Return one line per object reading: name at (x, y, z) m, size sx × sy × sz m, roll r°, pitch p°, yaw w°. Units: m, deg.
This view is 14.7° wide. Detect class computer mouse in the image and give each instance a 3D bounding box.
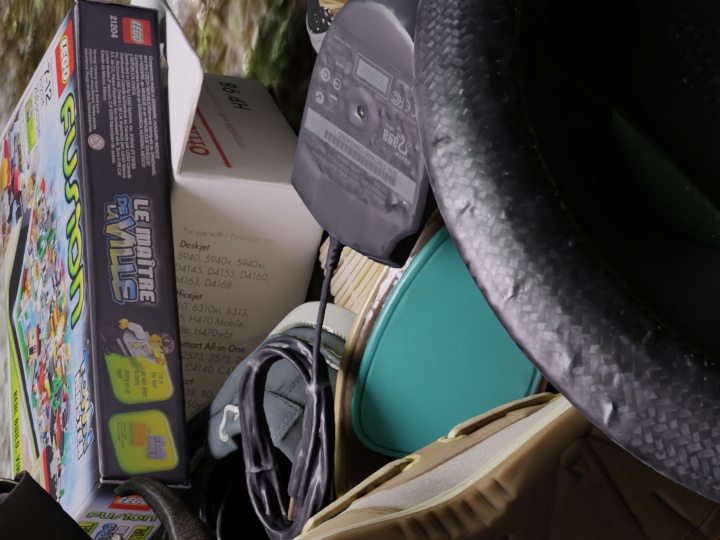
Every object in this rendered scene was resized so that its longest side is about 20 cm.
computer mouse at (0.000, 0.000, 0.866) m, size 0.059 × 0.034 × 0.201 m, roll 39°, pitch 128°, yaw 34°

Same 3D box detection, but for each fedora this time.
fedora at (0.105, -0.025, 0.657) m, size 0.092 × 0.199 × 0.202 m, roll 85°, pitch 179°, yaw -68°

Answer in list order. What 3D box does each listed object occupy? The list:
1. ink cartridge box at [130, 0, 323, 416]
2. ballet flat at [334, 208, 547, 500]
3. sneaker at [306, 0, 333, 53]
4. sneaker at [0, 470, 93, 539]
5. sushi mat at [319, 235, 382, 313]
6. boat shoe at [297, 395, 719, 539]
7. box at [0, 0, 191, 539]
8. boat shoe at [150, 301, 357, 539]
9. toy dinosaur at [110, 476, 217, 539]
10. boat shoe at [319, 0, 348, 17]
ink cartridge box at (-0.068, -0.004, 1.109) m, size 0.116 × 0.066 × 0.201 m, roll -122°, pitch 43°, yaw -59°
ballet flat at (0.018, 0.060, 0.923) m, size 0.063 × 0.068 × 0.201 m, roll -105°, pitch 28°, yaw -72°
sneaker at (0.001, -0.170, 0.987) m, size 0.078 × 0.077 × 0.202 m, roll 32°, pitch 116°, yaw 61°
sneaker at (-0.099, 0.112, 0.954) m, size 0.107 × 0.074 × 0.200 m, roll 62°, pitch -179°, yaw -5°
sushi mat at (0.032, -0.025, 0.966) m, size 0.200 × 0.012 × 0.096 m, roll 125°, pitch 142°, yaw -47°
boat shoe at (0.017, 0.092, 0.767) m, size 0.074 × 0.199 × 0.066 m, roll 64°, pitch 157°, yaw -4°
box at (-0.103, 0.011, 1.053) m, size 0.110 × 0.034 × 0.201 m, roll 128°, pitch 142°, yaw -53°
boat shoe at (-0.044, 0.086, 1.011) m, size 0.062 × 0.073 × 0.200 m, roll -53°, pitch -2°, yaw -39°
toy dinosaur at (-0.026, 0.128, 0.870) m, size 0.200 × 0.102 × 0.077 m, roll 23°, pitch 89°, yaw 53°
boat shoe at (0.005, -0.112, 0.868) m, size 0.074 × 0.066 × 0.201 m, roll 1°, pitch 115°, yaw 33°
